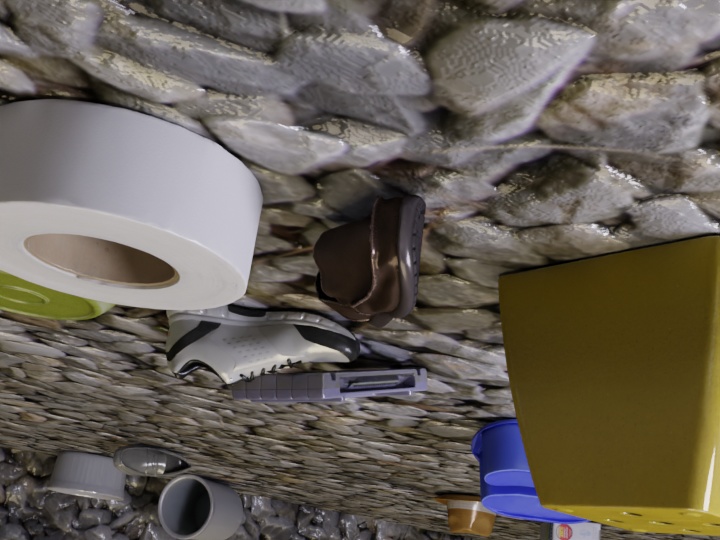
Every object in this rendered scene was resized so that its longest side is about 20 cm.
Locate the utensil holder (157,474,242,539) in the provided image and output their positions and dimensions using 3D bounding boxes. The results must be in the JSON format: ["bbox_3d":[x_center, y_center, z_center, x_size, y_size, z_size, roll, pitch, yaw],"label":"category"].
[{"bbox_3d":[-0.438,0.662,2.666,0.168,0.172,0.200,1,161,20],"label":"utensil holder"}]

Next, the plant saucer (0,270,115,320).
[{"bbox_3d":[-0.325,0.011,0.926,0.198,0.031,0.200,7,162,2],"label":"plant saucer"}]

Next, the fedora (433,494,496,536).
[{"bbox_3d":[0.258,0.575,2.248,0.198,0.083,0.201,7,161,2],"label":"fedora"}]

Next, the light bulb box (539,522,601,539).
[{"bbox_3d":[0.525,0.737,2.434,0.123,0.200,0.200,5,163,2],"label":"light bulb box"}]

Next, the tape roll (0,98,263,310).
[{"bbox_3d":[-0.170,-0.037,0.658,0.200,0.072,0.203,7,162,2],"label":"tape roll"}]

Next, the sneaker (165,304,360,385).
[{"bbox_3d":[-0.099,0.081,0.963,0.198,0.081,0.074,4,159,5],"label":"sneaker"}]

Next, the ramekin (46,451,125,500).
[{"bbox_3d":[-0.706,0.535,2.511,0.198,0.099,0.201,7,162,2],"label":"ramekin"}]

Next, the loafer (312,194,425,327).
[{"bbox_3d":[0.000,0.000,0.688,0.070,0.074,0.200,9,161,-6],"label":"loafer"}]

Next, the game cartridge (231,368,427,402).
[{"bbox_3d":[-0.031,0.126,1.054,0.129,0.039,0.199,-11,171,34],"label":"game cartridge"}]

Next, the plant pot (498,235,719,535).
[{"bbox_3d":[0.232,0.103,0.736,0.199,0.178,0.199,24,155,-38],"label":"plant pot"}]

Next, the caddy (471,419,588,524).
[{"bbox_3d":[0.250,0.268,1.332,0.198,0.106,0.142,6,139,7],"label":"caddy"}]

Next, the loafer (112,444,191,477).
[{"bbox_3d":[-0.459,0.421,2.133,0.069,0.071,0.199,-12,161,34],"label":"loafer"}]
